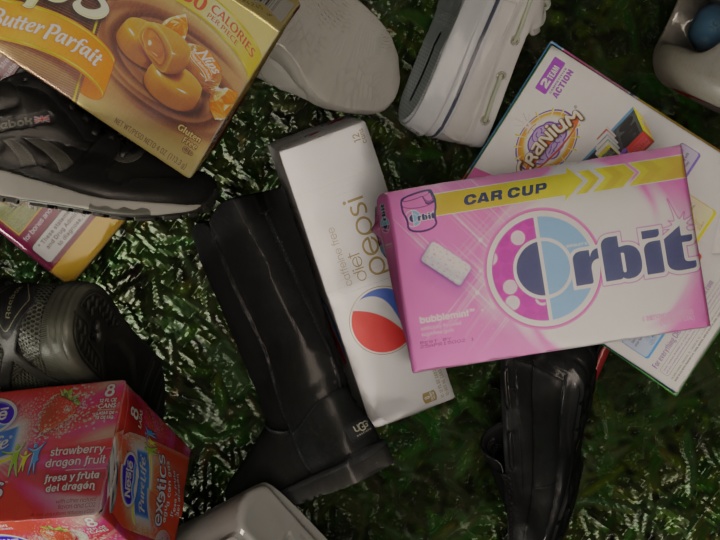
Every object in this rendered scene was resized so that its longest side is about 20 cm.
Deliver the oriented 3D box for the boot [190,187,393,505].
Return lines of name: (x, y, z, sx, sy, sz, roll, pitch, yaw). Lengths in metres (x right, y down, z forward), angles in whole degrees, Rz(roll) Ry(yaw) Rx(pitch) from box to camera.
boot: (-0.072, 0.060, 1.096, 0.164, 0.065, 0.201, -27, 88, 45)

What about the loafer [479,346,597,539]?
loafer: (0.118, 0.128, 1.113, 0.070, 0.068, 0.202, 14, 124, 18)

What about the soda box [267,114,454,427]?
soda box: (0.000, 0.000, 1.092, 0.063, 0.068, 0.201, -20, 101, -6)

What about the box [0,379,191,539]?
box: (-0.220, 0.140, 1.021, 0.199, 0.096, 0.100, -7, 145, 20)

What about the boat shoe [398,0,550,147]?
boat shoe: (0.091, -0.178, 1.071, 0.066, 0.074, 0.201, 18, 110, -20)

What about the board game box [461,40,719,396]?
board game box: (0.170, -0.036, 1.077, 0.199, 0.040, 0.154, 35, 95, 8)

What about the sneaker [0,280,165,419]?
sneaker: (-0.201, 0.068, 1.073, 0.113, 0.200, 0.077, 8, 62, 20)

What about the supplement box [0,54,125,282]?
supplement box: (-0.221, -0.108, 1.048, 0.200, 0.103, 0.131, 41, 98, -10)

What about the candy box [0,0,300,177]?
candy box: (-0.149, -0.160, 0.939, 0.199, 0.055, 0.116, 34, 119, -4)

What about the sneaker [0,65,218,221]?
sneaker: (-0.181, -0.081, 0.968, 0.198, 0.076, 0.088, 9, 94, -4)

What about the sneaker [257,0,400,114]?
sneaker: (-0.067, -0.156, 1.064, 0.199, 0.088, 0.076, 19, 79, -31)

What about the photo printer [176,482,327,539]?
photo printer: (-0.087, 0.247, 1.104, 0.200, 0.070, 0.167, -33, 105, 37)

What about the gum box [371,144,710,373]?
gum box: (0.110, -0.005, 1.019, 0.198, 0.066, 0.114, -9, 88, 2)

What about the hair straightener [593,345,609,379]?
hair straightener: (0.165, -0.015, 1.111, 0.077, 0.041, 0.201, 24, 100, -6)

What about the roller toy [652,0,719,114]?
roller toy: (0.287, -0.138, 1.022, 0.182, 0.200, 0.140, 30, 100, 28)
